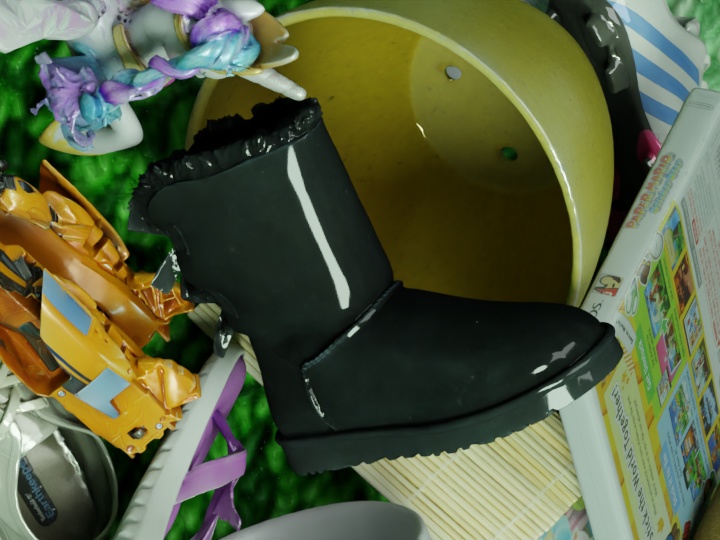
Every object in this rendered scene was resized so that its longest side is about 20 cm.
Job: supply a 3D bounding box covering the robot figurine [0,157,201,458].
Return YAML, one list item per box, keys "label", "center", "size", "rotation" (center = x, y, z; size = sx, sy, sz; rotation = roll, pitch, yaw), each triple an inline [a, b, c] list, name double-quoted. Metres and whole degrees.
- label: "robot figurine"
  center: [-0.154, -0.014, 1.310]
  size: [0.200, 0.058, 0.145]
  rotation: [46, 18, -29]

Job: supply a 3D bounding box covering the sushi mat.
- label: "sushi mat"
  center: [0.019, 0.056, 1.419]
  size: [0.200, 0.012, 0.096]
  rotation: [42, 67, 9]

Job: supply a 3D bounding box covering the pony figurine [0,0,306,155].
- label: "pony figurine"
  center: [-0.128, -0.132, 1.290]
  size: [0.193, 0.200, 0.167]
  rotation: [49, 62, -19]

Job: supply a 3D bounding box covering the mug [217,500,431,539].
- label: "mug"
  center: [-0.005, 0.207, 1.376]
  size: [0.200, 0.147, 0.176]
  rotation: [-45, 120, -61]

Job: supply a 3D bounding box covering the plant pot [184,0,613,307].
- label: "plant pot"
  center: [0.038, -0.055, 1.379]
  size: [0.200, 0.200, 0.142]
  rotation: [61, 37, -12]

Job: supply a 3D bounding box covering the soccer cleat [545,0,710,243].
- label: "soccer cleat"
  center: [0.156, -0.079, 1.524]
  size: [0.086, 0.070, 0.200]
  rotation: [-41, 128, -31]

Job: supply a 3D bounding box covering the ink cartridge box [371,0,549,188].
- label: "ink cartridge box"
  center: [0.069, -0.131, 1.519]
  size: [0.200, 0.039, 0.100]
  rotation: [-43, 107, -28]

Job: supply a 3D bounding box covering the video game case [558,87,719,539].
- label: "video game case"
  center: [0.149, 0.044, 1.427]
  size: [0.182, 0.023, 0.200]
  rotation: [-61, 150, -32]

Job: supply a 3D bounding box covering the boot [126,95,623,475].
- label: "boot"
  center: [0.001, -0.001, 1.296]
  size: [0.073, 0.198, 0.163]
  rotation: [-42, 110, -47]

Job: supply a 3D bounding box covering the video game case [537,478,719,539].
- label: "video game case"
  center: [0.142, 0.156, 1.510]
  size: [0.182, 0.022, 0.200]
  rotation: [-53, 126, -27]

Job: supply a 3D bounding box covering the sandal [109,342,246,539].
- label: "sandal"
  center: [-0.081, 0.114, 1.336]
  size: [0.050, 0.083, 0.203]
  rotation: [28, 41, -2]

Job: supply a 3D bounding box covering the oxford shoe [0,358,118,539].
- label: "oxford shoe"
  center: [-0.171, 0.053, 1.325]
  size: [0.075, 0.058, 0.200]
  rotation: [-41, 105, -29]

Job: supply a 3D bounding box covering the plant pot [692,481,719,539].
- label: "plant pot"
  center: [0.217, 0.203, 1.452]
  size: [0.186, 0.186, 0.200]
  rotation: [9, 85, -32]

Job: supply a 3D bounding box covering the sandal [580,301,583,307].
- label: "sandal"
  center: [0.063, 0.047, 1.484]
  size: [0.080, 0.054, 0.200]
  rotation: [34, 62, -37]
